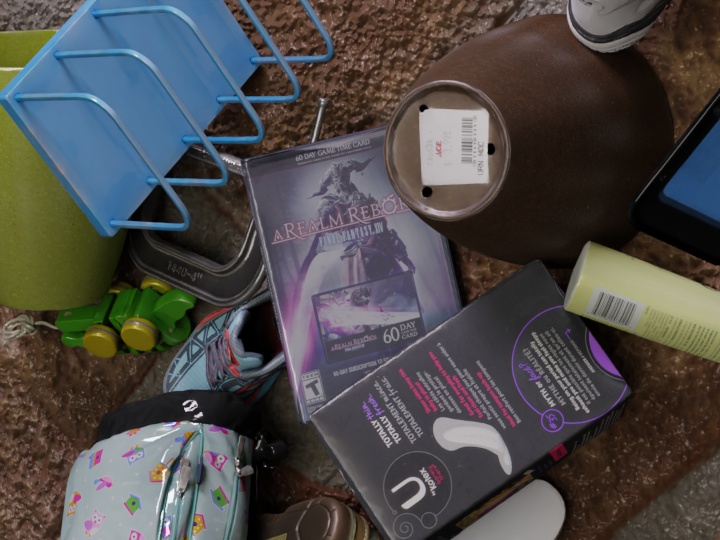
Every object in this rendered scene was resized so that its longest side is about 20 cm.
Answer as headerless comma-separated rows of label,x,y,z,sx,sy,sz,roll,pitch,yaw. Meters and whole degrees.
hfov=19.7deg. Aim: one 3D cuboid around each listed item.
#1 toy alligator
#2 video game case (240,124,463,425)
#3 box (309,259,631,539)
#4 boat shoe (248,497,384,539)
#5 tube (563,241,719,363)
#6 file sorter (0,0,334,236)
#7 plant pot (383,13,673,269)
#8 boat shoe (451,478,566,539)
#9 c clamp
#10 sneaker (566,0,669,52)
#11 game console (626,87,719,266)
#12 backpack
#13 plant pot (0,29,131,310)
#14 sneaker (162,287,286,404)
toy alligator,-0.203,0.048,1.699,0.199,0.060,0.054,-11,133,32
video game case,0.000,0.000,1.550,0.142,0.019,0.202,-14,95,-16
box,0.079,0.104,1.486,0.199,0.106,0.123,-33,77,-5
boat shoe,-0.060,0.228,1.632,0.199,0.076,0.072,-13,57,46
tube,0.240,0.037,1.431,0.198,0.058,0.052,21,107,1
file sorter,-0.133,-0.141,1.524,0.122,0.200,0.139,4,138,47
plant pot,0.100,-0.087,1.449,0.185,0.200,0.189,2,95,26
boat shoe,0.074,0.232,1.568,0.200,0.068,0.072,-41,68,1
c clamp,-0.108,-0.060,1.623,0.199,0.027,0.172,14,92,43
sneaker,0.207,-0.246,1.407,0.075,0.115,0.201,37,89,18
game console,0.312,-0.056,1.393,0.176,0.116,0.200,44,112,17
backpack,-0.157,0.200,1.596,0.166,0.126,0.202,-21,52,42
plant pot,-0.251,-0.077,1.648,0.186,0.187,0.202,8,107,25
sneaker,-0.089,0.052,1.614,0.199,0.095,0.080,-35,79,25
